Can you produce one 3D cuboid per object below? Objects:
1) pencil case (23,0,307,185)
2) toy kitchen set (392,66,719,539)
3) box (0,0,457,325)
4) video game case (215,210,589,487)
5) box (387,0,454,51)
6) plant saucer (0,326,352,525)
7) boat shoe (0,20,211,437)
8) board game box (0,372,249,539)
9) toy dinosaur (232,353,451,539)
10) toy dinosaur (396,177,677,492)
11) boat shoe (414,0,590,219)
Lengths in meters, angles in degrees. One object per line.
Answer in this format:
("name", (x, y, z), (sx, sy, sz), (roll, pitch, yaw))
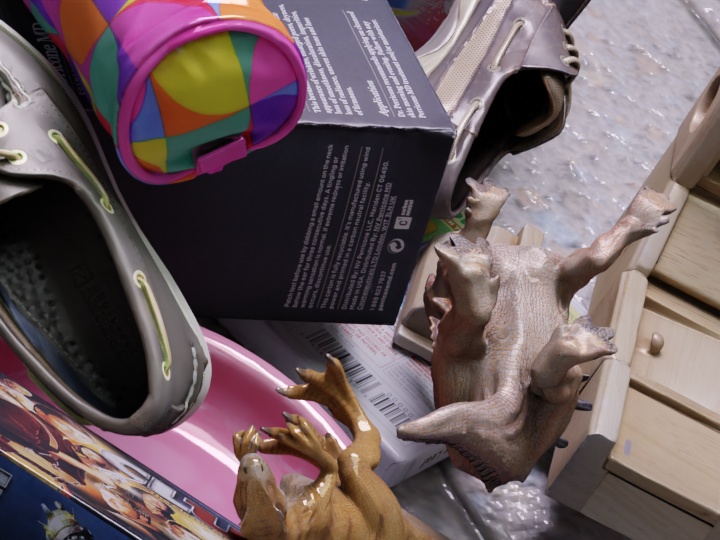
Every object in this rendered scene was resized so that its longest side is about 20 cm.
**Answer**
("pencil case", (-0.094, -0.116, 1.127), (0.088, 0.089, 0.200), (5, 35, -33))
("toy kitchen set", (0.131, -0.017, 1.269), (0.163, 0.181, 0.200), (27, 36, -6))
("box", (-0.082, -0.077, 1.245), (0.182, 0.104, 0.200), (4, 35, -21))
("video game case", (0.000, 0.000, 1.327), (0.200, 0.022, 0.182), (44, 37, 18))
("box", (0.008, -0.182, 1.490), (0.200, 0.096, 0.100), (24, 35, -11))
("plant saucer", (-0.083, 0.098, 1.118), (0.200, 0.051, 0.201), (21, 36, -16))
("boat shoe", (-0.127, -0.024, 1.084), (0.202, 0.072, 0.060), (55, 8, 2))
("board game box", (-0.082, 0.094, 0.996), (0.200, 0.035, 0.135), (33, 3, 1))
("toy dinosaur", (0.001, 0.097, 1.104), (0.200, 0.060, 0.106), (20, 40, -48))
("toy dinosaur", (0.057, 0.041, 1.154), (0.086, 0.136, 0.200), (21, 36, 2))
("boat shoe", (0.068, -0.088, 1.363), (0.073, 0.075, 0.200), (27, 58, 22))
